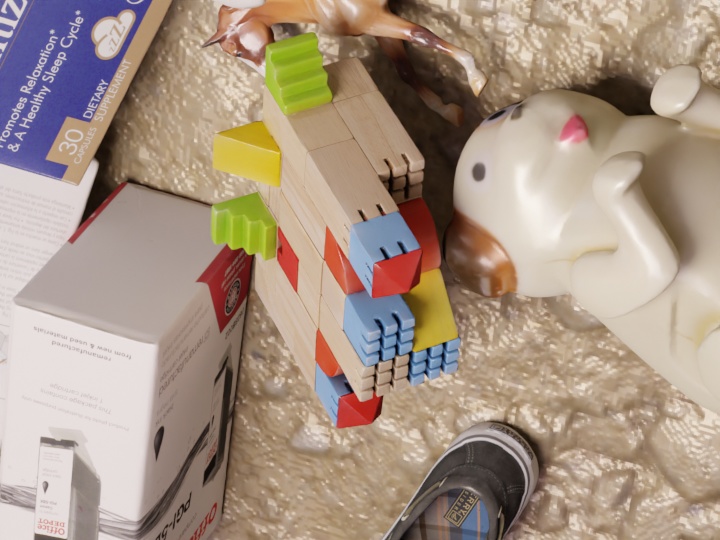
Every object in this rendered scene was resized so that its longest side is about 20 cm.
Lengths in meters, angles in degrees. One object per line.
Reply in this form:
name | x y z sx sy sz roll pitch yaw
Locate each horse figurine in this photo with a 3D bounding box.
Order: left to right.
horse figurine | 0.022 -0.152 1.408 0.132 0.050 0.200 33 130 1

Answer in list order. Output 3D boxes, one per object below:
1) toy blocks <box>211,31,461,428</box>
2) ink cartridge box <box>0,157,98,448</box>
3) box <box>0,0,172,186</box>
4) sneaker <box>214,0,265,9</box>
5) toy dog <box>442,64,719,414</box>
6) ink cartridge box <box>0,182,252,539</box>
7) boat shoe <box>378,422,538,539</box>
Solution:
toy blocks | 0.000 0.000 1.417 0.200 0.100 0.137 95 151 -49
ink cartridge box | -0.248 -0.003 1.473 0.044 0.200 0.174 26 98 55
box | -0.198 -0.120 1.409 0.200 0.032 0.121 16 112 -34
sneaker | -0.032 -0.212 1.359 0.087 0.075 0.200 34 95 -5
toy dog | 0.141 -0.020 1.389 0.200 0.140 0.194 26 160 8
ink cartridge box | -0.125 0.078 1.537 0.083 0.147 0.200 16 122 13
boat shoe | 0.032 0.164 1.565 0.069 0.057 0.200 31 126 8
